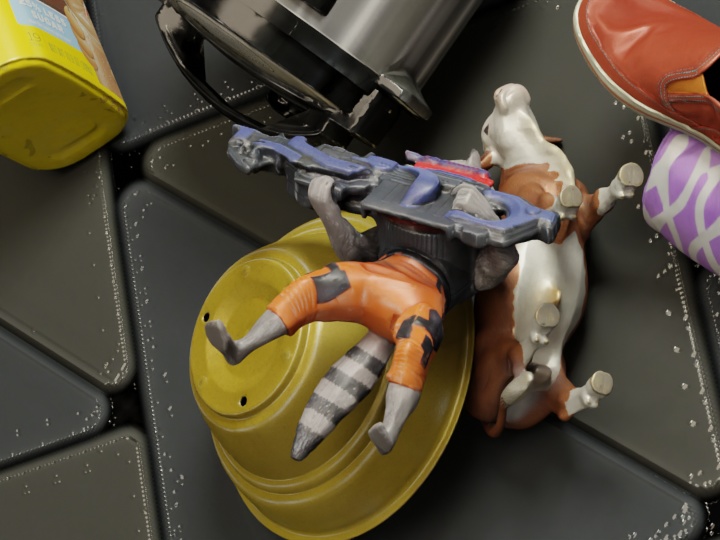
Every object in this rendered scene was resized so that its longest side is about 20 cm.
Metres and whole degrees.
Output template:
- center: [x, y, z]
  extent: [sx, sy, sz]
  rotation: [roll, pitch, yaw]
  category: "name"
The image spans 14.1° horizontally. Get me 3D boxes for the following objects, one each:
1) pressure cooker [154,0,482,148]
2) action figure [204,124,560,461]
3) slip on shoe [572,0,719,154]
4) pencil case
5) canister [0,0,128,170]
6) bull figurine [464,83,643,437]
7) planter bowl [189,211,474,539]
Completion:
- center: [-0.019, -0.170, 1.682]
  extent: [0.200, 0.178, 0.176]
  rotation: [-54, 19, 2]
  category: "pressure cooker"
- center: [0.000, 0.000, 1.562]
  extent: [0.200, 0.105, 0.193]
  rotation: [22, 51, 29]
  category: "action figure"
- center: [0.189, -0.102, 1.533]
  extent: [0.074, 0.061, 0.200]
  rotation: [-31, 51, -22]
  category: "slip on shoe"
- center: [0.241, -0.014, 1.546]
  extent: [0.200, 0.085, 0.084]
  rotation: [38, 129, 32]
  category: "pencil case"
- center: [-0.230, -0.174, 1.811]
  extent: [0.086, 0.148, 0.200]
  rotation: [-31, 63, 15]
  category: "canister"
- center: [0.100, -0.007, 1.611]
  extent: [0.121, 0.065, 0.201]
  rotation: [165, 112, -67]
  category: "bull figurine"
- center: [-0.036, 0.047, 1.635]
  extent: [0.200, 0.083, 0.201]
  rotation: [-19, 62, 39]
  category: "planter bowl"
